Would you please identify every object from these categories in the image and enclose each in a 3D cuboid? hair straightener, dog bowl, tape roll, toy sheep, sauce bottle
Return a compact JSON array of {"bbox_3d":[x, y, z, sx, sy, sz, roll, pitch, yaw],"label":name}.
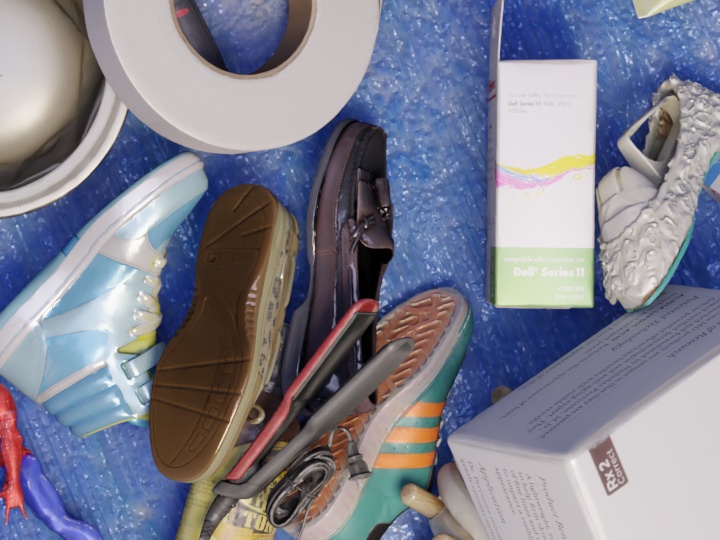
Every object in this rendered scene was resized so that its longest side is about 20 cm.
[{"bbox_3d":[-0.032,0.115,1.682,0.077,0.041,0.200,44,100,19],"label":"hair straightener"},{"bbox_3d":[-0.246,-0.133,1.743,0.200,0.074,0.200,0,91,-2],"label":"dog bowl"},{"bbox_3d":[-0.082,-0.176,1.722,0.203,0.037,0.203,1,88,-29],"label":"tape roll"},{"bbox_3d":[0.112,0.146,1.728,0.138,0.138,0.200,45,102,-2],"label":"toy sheep"},{"bbox_3d":[-0.077,0.131,1.754,0.065,0.065,0.200,15,86,-2],"label":"sauce bottle"}]

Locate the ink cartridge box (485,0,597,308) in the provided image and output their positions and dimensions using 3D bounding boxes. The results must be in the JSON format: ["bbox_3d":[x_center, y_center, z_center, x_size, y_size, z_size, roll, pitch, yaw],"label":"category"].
[{"bbox_3d":[0.118,-0.077,1.731,0.067,0.117,0.200,1,91,0],"label":"ink cartridge box"}]

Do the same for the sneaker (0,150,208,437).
[{"bbox_3d":[-0.145,0.026,1.748,0.131,0.080,0.200,45,99,0],"label":"sneaker"}]

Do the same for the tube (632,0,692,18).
[{"bbox_3d":[0.272,-0.225,1.769,0.200,0.058,0.052,-15,112,0],"label":"tube"}]

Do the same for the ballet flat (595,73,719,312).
[{"bbox_3d":[0.186,-0.055,1.716,0.072,0.072,0.200,31,47,-2],"label":"ballet flat"}]

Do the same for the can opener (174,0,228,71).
[{"bbox_3d":[-0.121,-0.172,1.750,0.079,0.063,0.200,-22,91,-2],"label":"can opener"}]

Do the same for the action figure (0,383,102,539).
[{"bbox_3d":[-0.221,0.139,1.752,0.052,0.065,0.200,-30,93,-7],"label":"action figure"}]

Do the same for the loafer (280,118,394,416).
[{"bbox_3d":[0.000,0.000,1.739,0.063,0.072,0.200,6,80,29],"label":"loafer"}]

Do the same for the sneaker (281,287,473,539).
[{"bbox_3d":[0.021,0.107,1.762,0.200,0.071,0.080,-57,133,-14],"label":"sneaker"}]

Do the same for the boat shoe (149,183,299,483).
[{"bbox_3d":[-0.080,0.046,1.721,0.073,0.063,0.200,10,76,31],"label":"boat shoe"}]

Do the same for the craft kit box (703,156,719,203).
[{"bbox_3d":[0.351,-0.086,1.715,0.200,0.198,0.049,-52,135,0],"label":"craft kit box"}]

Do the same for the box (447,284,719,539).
[{"bbox_3d":[0.193,0.143,1.631,0.200,0.131,0.199,-32,110,-26],"label":"box"}]
